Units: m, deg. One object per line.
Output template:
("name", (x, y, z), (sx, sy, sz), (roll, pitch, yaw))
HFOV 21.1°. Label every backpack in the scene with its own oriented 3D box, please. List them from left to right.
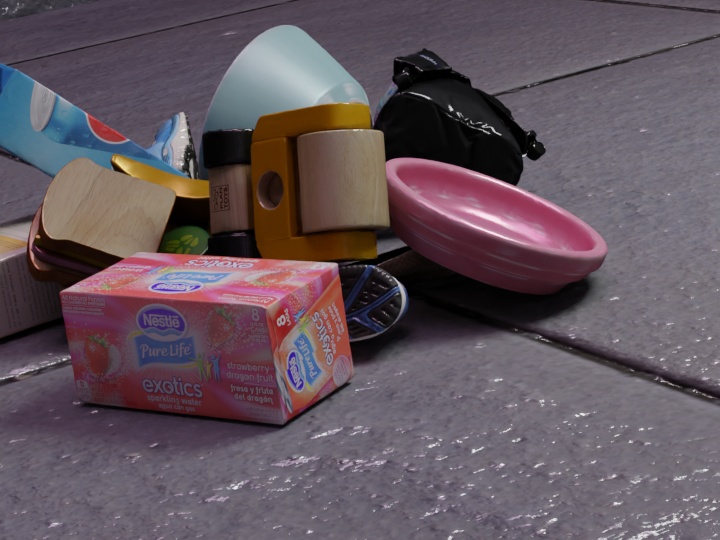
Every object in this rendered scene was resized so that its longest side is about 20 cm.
("backpack", (0.076, -0.133, 1.892), (0.167, 0.127, 0.200), (32, 12, -10))

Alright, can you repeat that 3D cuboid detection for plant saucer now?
("plant saucer", (0.105, -0.033, 1.615), (0.200, 0.051, 0.201), (18, 17, -6))

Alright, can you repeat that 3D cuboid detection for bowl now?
("bowl", (-0.061, -0.135, 1.937), (0.105, 0.201, 0.201), (24, 30, 26))

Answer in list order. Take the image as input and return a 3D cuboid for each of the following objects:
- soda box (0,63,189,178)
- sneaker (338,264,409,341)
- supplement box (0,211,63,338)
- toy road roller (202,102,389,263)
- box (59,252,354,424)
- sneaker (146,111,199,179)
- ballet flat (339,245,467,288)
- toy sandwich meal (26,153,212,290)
("soda box", (-0.262, -0.111, 1.794), (0.200, 0.068, 0.064), (32, -4, -28))
("sneaker", (-0.054, 0.035, 1.560), (0.200, 0.076, 0.077), (-1, -3, 18))
("supplement box", (-0.322, 0.008, 1.738), (0.200, 0.074, 0.126), (-20, 19, -33))
("toy road roller", (-0.031, -0.065, 1.608), (0.146, 0.123, 0.200), (-1, -4, -44))
("box", (-0.118, 0.049, 1.471), (0.200, 0.095, 0.103), (4, 21, 34))
("sneaker", (-0.225, -0.120, 2.117), (0.090, 0.079, 0.200), (-11, 16, 1))
("ballet flat", (0.000, 0.000, 1.663), (0.200, 0.046, 0.067), (-11, 16, -10))
("toy sandwich meal", (-0.183, -0.030, 1.668), (0.205, 0.070, 0.205), (5, 45, -5))
